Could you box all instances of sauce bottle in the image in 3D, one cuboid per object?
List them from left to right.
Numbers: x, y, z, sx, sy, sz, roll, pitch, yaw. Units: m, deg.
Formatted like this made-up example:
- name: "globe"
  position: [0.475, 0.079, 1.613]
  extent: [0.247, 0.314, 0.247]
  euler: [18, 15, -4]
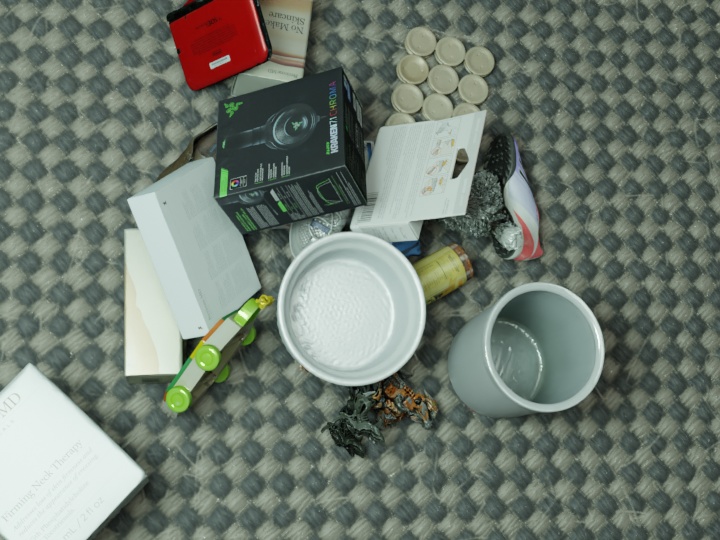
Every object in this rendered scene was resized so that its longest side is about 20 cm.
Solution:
- name: "sauce bottle"
  position: [0.070, 0.030, 1.452]
  extent: [0.199, 0.066, 0.066]
  euler: [-29, 84, -14]

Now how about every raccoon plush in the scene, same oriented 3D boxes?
- name: "raccoon plush"
  position: [0.140, -0.090, 1.439]
  extent: [0.133, 0.200, 0.098]
  euler: [-3, 104, -13]

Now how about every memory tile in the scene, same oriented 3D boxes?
- name: "memory tile"
  position: [0.124, -0.274, 1.556]
  extent: [0.152, 0.017, 0.202]
  euler: [15, 76, -8]

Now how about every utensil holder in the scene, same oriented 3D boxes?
- name: "utensil holder"
  position: [0.221, 0.120, 1.391]
  extent: [0.168, 0.200, 0.172]
  euler: [3, 77, -12]

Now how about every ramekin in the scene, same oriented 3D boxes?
- name: "ramekin"
  position: [-0.020, 0.055, 1.339]
  extent: [0.199, 0.098, 0.202]
  euler: [2, 81, -13]

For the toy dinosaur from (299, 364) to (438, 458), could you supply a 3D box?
- name: "toy dinosaur"
  position: [0.008, 0.182, 1.405]
  extent: [0.198, 0.102, 0.136]
  euler: [16, 59, 11]

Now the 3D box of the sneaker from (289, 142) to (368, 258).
- name: "sneaker"
  position: [-0.045, -0.101, 1.411]
  extent: [0.074, 0.082, 0.201]
  euler: [22, 76, -7]

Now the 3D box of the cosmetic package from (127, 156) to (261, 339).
- name: "cosmetic package"
  position: [-0.217, -0.032, 1.332]
  extent: [0.051, 0.151, 0.201]
  euler: [-11, 108, 25]

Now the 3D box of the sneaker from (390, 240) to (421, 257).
- name: "sneaker"
  position: [0.000, 0.000, 1.444]
  extent: [0.199, 0.066, 0.079]
  euler: [-32, 109, -9]

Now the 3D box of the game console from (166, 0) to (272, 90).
- name: "game console"
  position: [-0.176, -0.371, 1.436]
  extent: [0.118, 0.199, 0.174]
  euler: [-23, 99, -42]

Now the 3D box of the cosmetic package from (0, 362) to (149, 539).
- name: "cosmetic package"
  position: [-0.394, 0.253, 1.252]
  extent: [0.200, 0.166, 0.167]
  euler: [43, 73, 1]

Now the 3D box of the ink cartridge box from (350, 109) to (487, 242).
- name: "ink cartridge box"
  position: [0.090, -0.132, 1.414]
  extent: [0.175, 0.045, 0.201]
  euler: [-5, 50, 27]

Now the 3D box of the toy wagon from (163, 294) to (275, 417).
- name: "toy wagon"
  position: [-0.184, 0.104, 1.308]
  extent: [0.039, 0.155, 0.201]
  euler: [37, 104, 4]

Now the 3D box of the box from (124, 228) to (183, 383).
- name: "box"
  position: [-0.282, 0.049, 1.360]
  extent: [0.077, 0.095, 0.202]
  euler: [-1, 76, -10]

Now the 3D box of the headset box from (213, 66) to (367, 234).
- name: "headset box"
  position: [-0.100, -0.159, 1.340]
  extent: [0.198, 0.093, 0.175]
  euler: [-12, 56, 15]

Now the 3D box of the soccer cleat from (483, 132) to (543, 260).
- name: "soccer cleat"
  position: [0.236, -0.112, 1.525]
  extent: [0.073, 0.068, 0.202]
  euler: [7, 71, -34]

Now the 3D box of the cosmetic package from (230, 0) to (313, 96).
- name: "cosmetic package"
  position: [-0.128, -0.360, 1.486]
  extent: [0.102, 0.087, 0.202]
  euler: [8, 76, -11]

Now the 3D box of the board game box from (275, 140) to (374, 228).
- name: "board game box"
  position: [-0.075, -0.128, 1.472]
  extent: [0.198, 0.035, 0.127]
  euler: [-1, 78, -12]

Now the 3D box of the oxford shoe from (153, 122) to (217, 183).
- name: "oxford shoe"
  position: [-0.244, -0.139, 1.415]
  extent: [0.072, 0.084, 0.201]
  euler: [34, 75, -4]
